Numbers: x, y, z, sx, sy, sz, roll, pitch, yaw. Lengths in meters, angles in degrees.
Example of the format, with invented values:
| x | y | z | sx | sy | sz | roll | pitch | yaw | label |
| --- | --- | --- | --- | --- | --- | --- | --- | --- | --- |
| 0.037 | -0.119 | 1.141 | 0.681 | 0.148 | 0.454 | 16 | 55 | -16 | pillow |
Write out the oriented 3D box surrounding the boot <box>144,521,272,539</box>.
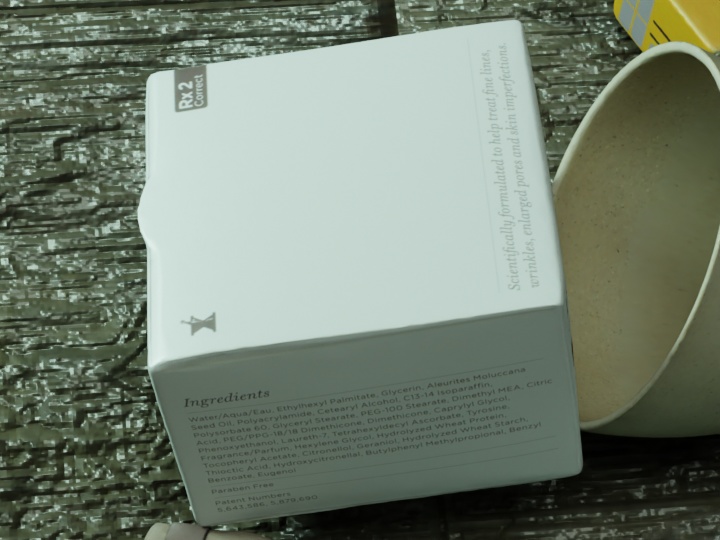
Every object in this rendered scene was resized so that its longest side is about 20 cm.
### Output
| x | y | z | sx | sy | sz | roll | pitch | yaw | label |
| --- | --- | --- | --- | --- | --- | --- | --- | --- | --- |
| -0.080 | 0.217 | 1.367 | 0.146 | 0.070 | 0.200 | 23 | 60 | 17 | boot |

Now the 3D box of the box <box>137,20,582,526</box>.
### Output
| x | y | z | sx | sy | sz | roll | pitch | yaw | label |
| --- | --- | --- | --- | --- | --- | --- | --- | --- | --- |
| 0.000 | 0.000 | 1.415 | 0.199 | 0.131 | 0.199 | -8 | 48 | 4 | box |

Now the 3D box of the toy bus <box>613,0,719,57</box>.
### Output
| x | y | z | sx | sy | sz | roll | pitch | yaw | label |
| --- | --- | --- | --- | --- | --- | --- | --- | --- | --- |
| 0.200 | -0.131 | 1.571 | 0.065 | 0.078 | 0.200 | -28 | 66 | -17 | toy bus |

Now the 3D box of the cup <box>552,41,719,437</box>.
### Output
| x | y | z | sx | sy | sz | roll | pitch | yaw | label |
| --- | --- | --- | --- | --- | --- | --- | --- | --- | --- |
| 0.192 | 0.001 | 1.449 | 0.143 | 0.200 | 0.201 | 17 | 57 | -21 | cup |
